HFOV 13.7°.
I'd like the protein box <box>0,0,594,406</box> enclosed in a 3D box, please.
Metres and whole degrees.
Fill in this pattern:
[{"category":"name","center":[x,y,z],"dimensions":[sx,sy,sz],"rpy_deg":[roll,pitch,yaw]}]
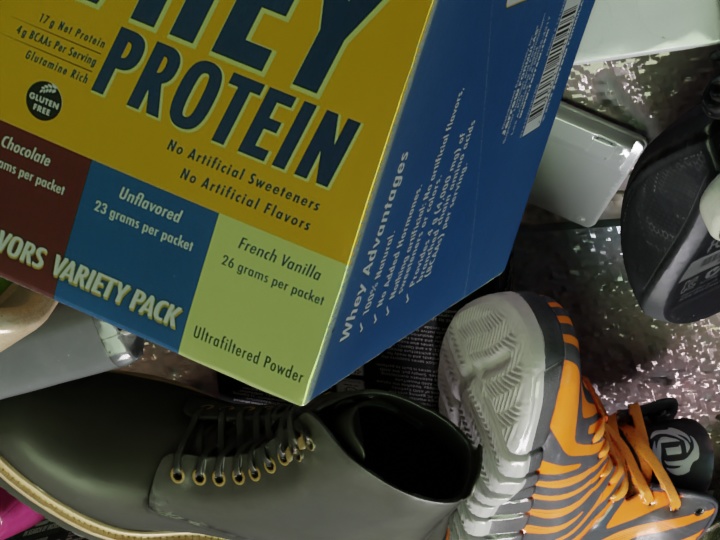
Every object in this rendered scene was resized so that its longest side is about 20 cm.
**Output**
[{"category":"protein box","center":[-0.013,-0.091,0.970],"dimensions":[0.135,0.200,0.199],"rpy_deg":[23,109,15]}]

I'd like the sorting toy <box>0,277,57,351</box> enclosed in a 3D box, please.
[{"category":"sorting toy","center":[-0.157,0.008,1.101],"dimensions":[0.185,0.200,0.036],"rpy_deg":[-31,103,31]}]

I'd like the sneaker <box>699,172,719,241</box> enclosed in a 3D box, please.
[{"category":"sneaker","center":[0.191,-0.001,1.095],"dimensions":[0.075,0.085,0.200],"rpy_deg":[-39,155,17]}]

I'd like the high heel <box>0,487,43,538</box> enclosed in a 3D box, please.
[{"category":"high heel","center":[-0.214,0.112,1.361],"dimensions":[0.200,0.096,0.067],"rpy_deg":[-30,104,30]}]

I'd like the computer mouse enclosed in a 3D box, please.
[{"category":"computer mouse","center":[0.150,-0.052,1.120],"dimensions":[0.053,0.138,0.200],"rpy_deg":[56,151,21]}]

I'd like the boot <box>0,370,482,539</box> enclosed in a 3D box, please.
[{"category":"boot","center":[-0.051,0.066,1.200],"dimensions":[0.200,0.078,0.138],"rpy_deg":[15,155,-6]}]

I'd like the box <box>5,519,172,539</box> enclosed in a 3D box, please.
[{"category":"box","center":[-0.078,0.164,1.368],"dimensions":[0.164,0.086,0.200],"rpy_deg":[39,147,-24]}]

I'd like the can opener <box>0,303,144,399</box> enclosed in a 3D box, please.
[{"category":"can opener","center":[-0.107,0.003,1.180],"dimensions":[0.200,0.053,0.067],"rpy_deg":[-16,110,22]}]

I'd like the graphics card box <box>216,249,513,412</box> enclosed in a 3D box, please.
[{"category":"graphics card box","center":[0.000,0.000,1.230],"dimensions":[0.125,0.051,0.200],"rpy_deg":[7,141,10]}]

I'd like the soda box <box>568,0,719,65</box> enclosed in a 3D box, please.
[{"category":"soda box","center":[0.040,-0.105,1.091],"dimensions":[0.200,0.064,0.068],"rpy_deg":[-7,99,22]}]

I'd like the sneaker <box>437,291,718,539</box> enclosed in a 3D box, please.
[{"category":"sneaker","center":[0.092,0.065,1.217],"dimensions":[0.112,0.078,0.200],"rpy_deg":[-10,150,-12]}]

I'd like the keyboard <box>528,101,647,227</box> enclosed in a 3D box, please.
[{"category":"keyboard","center":[0.013,-0.072,1.190],"dimensions":[0.200,0.011,0.056],"rpy_deg":[23,141,-8]}]

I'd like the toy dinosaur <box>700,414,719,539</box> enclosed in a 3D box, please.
[{"category":"toy dinosaur","center":[0.200,0.110,1.292],"dimensions":[0.200,0.077,0.102],"rpy_deg":[-7,146,13]}]
